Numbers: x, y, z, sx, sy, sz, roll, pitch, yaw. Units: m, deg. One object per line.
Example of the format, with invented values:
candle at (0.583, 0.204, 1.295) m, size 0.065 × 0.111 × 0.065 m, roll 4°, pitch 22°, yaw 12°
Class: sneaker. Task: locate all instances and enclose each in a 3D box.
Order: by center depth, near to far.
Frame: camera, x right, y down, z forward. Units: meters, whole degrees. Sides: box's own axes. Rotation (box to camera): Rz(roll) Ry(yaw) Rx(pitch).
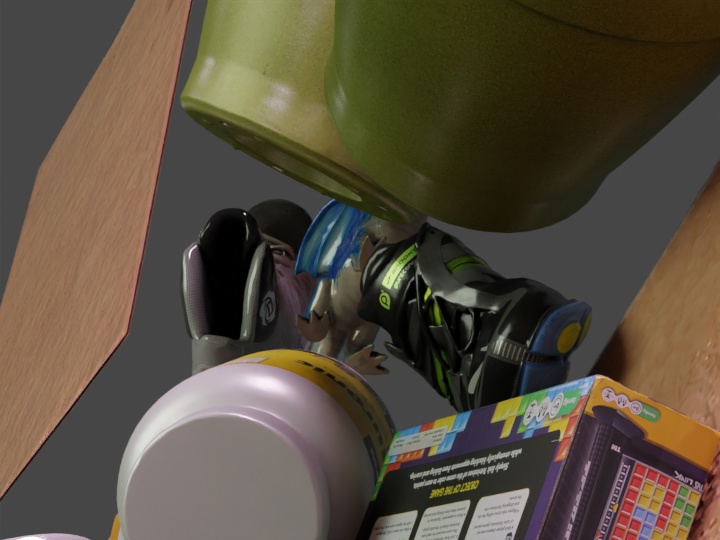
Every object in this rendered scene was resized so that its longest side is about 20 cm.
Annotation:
sneaker at (0.041, 0.025, 1.017) m, size 0.071 × 0.082 × 0.200 m, roll -64°, pitch 14°, yaw 2°
sneaker at (-0.057, -0.003, 1.342) m, size 0.201 × 0.074 × 0.116 m, roll -82°, pitch -12°, yaw -50°

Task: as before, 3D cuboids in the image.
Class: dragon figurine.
dragon figurine at (0.000, 0.000, 1.257) m, size 0.201 × 0.059 × 0.100 m, roll -56°, pitch 16°, yaw 27°

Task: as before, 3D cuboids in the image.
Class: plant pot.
plant pot at (0.072, -0.124, 0.963) m, size 0.193 × 0.199 × 0.201 m, roll 116°, pitch 170°, yaw -48°
plant pot at (0.009, -0.135, 1.154) m, size 0.194 × 0.199 × 0.200 m, roll -63°, pitch 14°, yaw -4°

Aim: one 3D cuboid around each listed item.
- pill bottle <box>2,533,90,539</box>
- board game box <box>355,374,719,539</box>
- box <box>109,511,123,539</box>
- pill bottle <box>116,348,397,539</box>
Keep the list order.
pill bottle at (-0.146, 0.232, 1.114) m, size 0.116 × 0.115 × 0.201 m, roll -47°, pitch 50°, yaw 49°
board game box at (0.042, 0.134, 0.880) m, size 0.166 × 0.056 × 0.200 m, roll -70°, pitch 15°, yaw -15°
box at (-0.097, 0.136, 1.415) m, size 0.200 × 0.041 × 0.119 m, roll -51°, pitch 19°, yaw 35°
pill bottle at (-0.044, 0.094, 1.036) m, size 0.112 × 0.111 × 0.200 m, roll -63°, pitch -5°, yaw 5°
